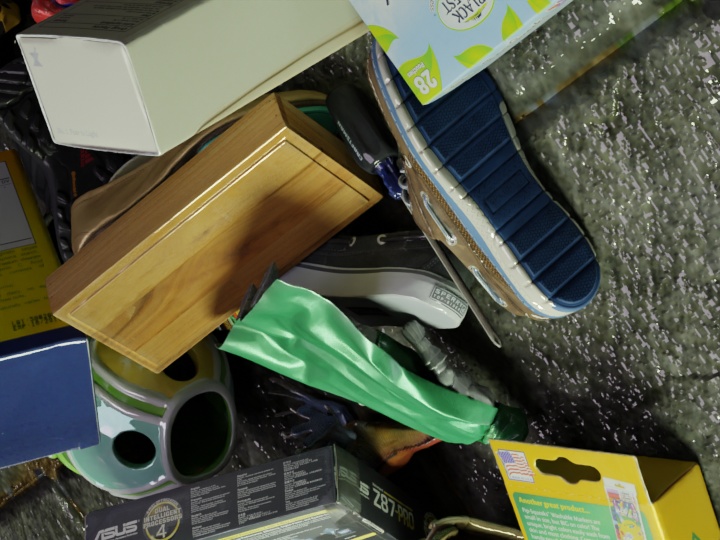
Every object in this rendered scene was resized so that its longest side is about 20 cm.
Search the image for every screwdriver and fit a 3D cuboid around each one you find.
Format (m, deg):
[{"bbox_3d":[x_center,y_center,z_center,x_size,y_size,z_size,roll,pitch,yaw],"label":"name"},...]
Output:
[{"bbox_3d":[0.032,-0.031,1.359,0.029,0.028,0.200,-40,67,32],"label":"screwdriver"}]

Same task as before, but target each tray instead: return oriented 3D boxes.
[{"bbox_3d":[-0.093,-0.020,1.410,0.200,0.099,0.037,-37,45,20],"label":"tray"}]

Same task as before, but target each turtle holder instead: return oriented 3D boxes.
[{"bbox_3d":[-0.151,0.078,1.614,0.132,0.141,0.186,25,104,44],"label":"turtle holder"}]

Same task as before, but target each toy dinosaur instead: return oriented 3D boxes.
[{"bbox_3d":[-0.007,0.144,1.539,0.200,0.105,0.182,21,151,25],"label":"toy dinosaur"}]

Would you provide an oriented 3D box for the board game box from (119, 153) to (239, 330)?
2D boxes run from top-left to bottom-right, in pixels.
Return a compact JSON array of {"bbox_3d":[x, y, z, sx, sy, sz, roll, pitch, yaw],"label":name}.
[{"bbox_3d":[-0.139,-0.047,1.559,0.200,0.023,0.105,59,170,-4],"label":"board game box"}]

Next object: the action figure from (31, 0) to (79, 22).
[{"bbox_3d":[-0.142,-0.149,1.468,0.099,0.065,0.200,-30,105,36],"label":"action figure"}]

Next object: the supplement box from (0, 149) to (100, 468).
[{"bbox_3d":[-0.258,0.028,1.519,0.110,0.109,0.200,90,160,-45],"label":"supplement box"}]

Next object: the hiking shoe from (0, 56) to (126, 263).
[{"bbox_3d":[-0.182,-0.054,1.524,0.101,0.076,0.200,-116,1,-89],"label":"hiking shoe"}]

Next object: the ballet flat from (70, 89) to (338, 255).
[{"bbox_3d":[-0.106,-0.071,1.433,0.069,0.200,0.063,50,-168,-48],"label":"ballet flat"}]

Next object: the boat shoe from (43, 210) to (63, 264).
[{"bbox_3d":[-0.221,-0.012,1.680,0.072,0.061,0.201,50,144,9],"label":"boat shoe"}]

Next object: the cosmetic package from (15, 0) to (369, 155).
[{"bbox_3d":[-0.087,-0.144,1.297,0.104,0.200,0.073,10,126,46],"label":"cosmetic package"}]

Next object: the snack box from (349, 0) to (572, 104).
[{"bbox_3d":[0.038,-0.214,1.211,0.200,0.068,0.169,53,144,0],"label":"snack box"}]

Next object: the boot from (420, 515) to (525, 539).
[{"bbox_3d":[0.023,0.222,1.479,0.155,0.200,0.072,109,158,-55],"label":"boot"}]

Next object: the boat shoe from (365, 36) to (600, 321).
[{"bbox_3d":[0.057,-0.052,1.313,0.200,0.072,0.072,58,146,-3],"label":"boat shoe"}]

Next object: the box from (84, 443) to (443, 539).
[{"bbox_3d":[-0.063,0.188,1.522,0.200,0.049,0.161,-18,150,24],"label":"box"}]

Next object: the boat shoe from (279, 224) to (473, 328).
[{"bbox_3d":[0.000,0.000,1.436,0.200,0.057,0.069,5,158,46],"label":"boat shoe"}]

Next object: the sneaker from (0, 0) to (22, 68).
[{"bbox_3d":[-0.286,-0.200,1.614,0.090,0.070,0.200,-2,117,34],"label":"sneaker"}]

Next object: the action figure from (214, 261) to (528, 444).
[{"bbox_3d":[0.018,0.062,1.402,0.200,0.055,0.118,28,155,-11],"label":"action figure"}]

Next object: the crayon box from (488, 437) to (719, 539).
[{"bbox_3d":[0.168,0.183,1.389,0.126,0.052,0.200,3,120,48],"label":"crayon box"}]
